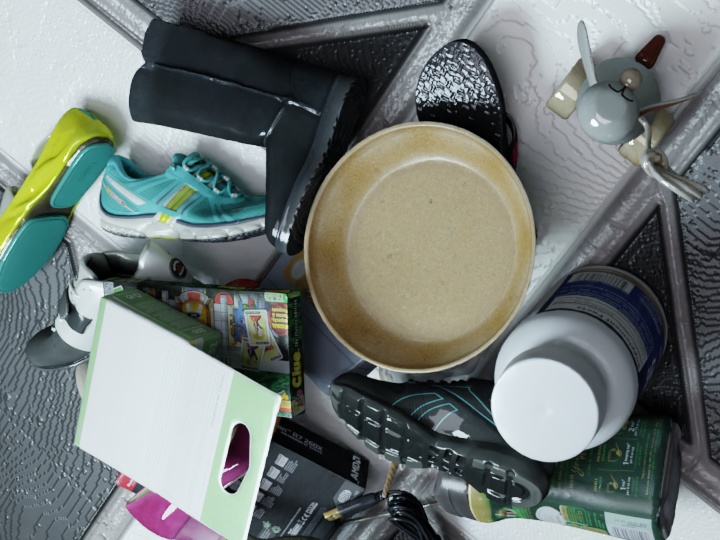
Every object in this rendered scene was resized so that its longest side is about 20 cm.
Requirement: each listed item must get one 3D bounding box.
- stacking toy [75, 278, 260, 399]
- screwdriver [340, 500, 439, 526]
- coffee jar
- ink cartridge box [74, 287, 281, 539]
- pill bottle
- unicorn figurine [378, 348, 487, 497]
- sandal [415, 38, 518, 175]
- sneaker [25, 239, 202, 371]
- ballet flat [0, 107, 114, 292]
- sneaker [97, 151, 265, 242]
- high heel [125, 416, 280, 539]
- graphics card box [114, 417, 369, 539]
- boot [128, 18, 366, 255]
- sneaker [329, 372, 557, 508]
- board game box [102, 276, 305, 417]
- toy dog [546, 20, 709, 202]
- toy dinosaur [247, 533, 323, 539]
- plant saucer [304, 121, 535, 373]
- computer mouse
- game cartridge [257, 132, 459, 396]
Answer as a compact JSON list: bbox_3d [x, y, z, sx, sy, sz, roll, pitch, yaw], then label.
[{"bbox_3d":[-0.166,0.068,1.406,0.200,0.085,0.085,-33,92,23],"label":"stacking toy"},{"bbox_3d":[0.064,0.216,1.382,0.200,0.028,0.029,-21,69,23],"label":"screwdriver"},{"bbox_3d":[0.164,0.167,1.285,0.200,0.104,0.085,5,153,21],"label":"coffee jar"},{"bbox_3d":[-0.144,0.119,1.266,0.200,0.048,0.146,25,112,28],"label":"ink cartridge box"},{"bbox_3d":[0.170,0.074,1.200,0.111,0.200,0.111,7,109,20],"label":"pill bottle"},{"bbox_3d":[0.040,0.074,1.324,0.137,0.074,0.200,-43,62,24],"label":"unicorn figurine"},{"bbox_3d":[0.100,-0.101,1.268,0.075,0.045,0.200,-4,119,29],"label":"sandal"},{"bbox_3d":[-0.242,0.025,1.400,0.200,0.074,0.089,-25,118,25],"label":"sneaker"},{"bbox_3d":[-0.298,-0.070,1.428,0.067,0.067,0.200,50,116,25],"label":"ballet flat"},{"bbox_3d":[-0.146,-0.065,1.358,0.200,0.077,0.080,4,96,19],"label":"sneaker"},{"bbox_3d":[-0.130,0.148,1.324,0.096,0.067,0.200,24,111,2],"label":"high heel"},{"bbox_3d":[-0.107,0.185,1.398,0.200,0.051,0.126,28,116,-9],"label":"graphics card box"},{"bbox_3d":[-0.113,-0.116,1.300,0.200,0.066,0.165,19,81,18],"label":"boot"},{"bbox_3d":[0.071,0.125,1.251,0.200,0.079,0.075,23,147,15],"label":"sneaker"},{"bbox_3d":[-0.135,0.063,1.292,0.200,0.023,0.105,3,102,33],"label":"board game box"},{"bbox_3d":[0.204,-0.137,1.144,0.132,0.200,0.096,30,100,-16],"label":"toy dog"},{"bbox_3d":[-0.034,0.288,1.350,0.102,0.077,0.200,-39,70,7],"label":"toy dinosaur"},{"bbox_3d":[0.051,-0.018,1.225,0.200,0.035,0.201,-2,85,25],"label":"plant saucer"},{"bbox_3d":[-0.010,0.280,1.388,0.200,0.046,0.141,-24,114,16],"label":"computer mouse"},{"bbox_3d":[0.000,0.000,1.294,0.133,0.042,0.200,44,106,32],"label":"game cartridge"}]
